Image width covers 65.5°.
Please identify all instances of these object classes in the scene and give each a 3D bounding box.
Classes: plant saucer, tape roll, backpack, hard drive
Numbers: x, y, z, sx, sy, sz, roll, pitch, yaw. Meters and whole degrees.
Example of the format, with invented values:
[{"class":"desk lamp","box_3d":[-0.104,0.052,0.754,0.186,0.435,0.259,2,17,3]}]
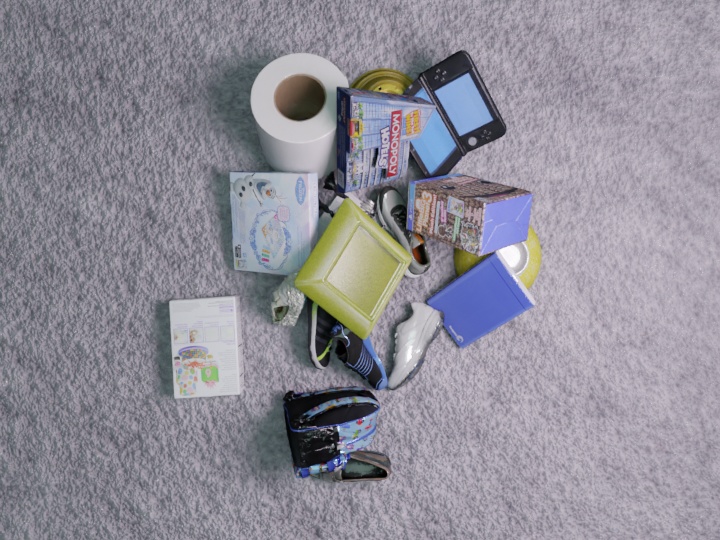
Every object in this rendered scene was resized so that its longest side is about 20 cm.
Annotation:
[{"class":"plant saucer","box_3d":[0.000,0.000,1.086,0.198,0.047,0.203,38,76,-24]},{"class":"tape roll","box_3d":[-0.116,-0.307,1.131,0.194,0.140,0.211,1,69,-1]},{"class":"backpack","box_3d":[-0.054,0.321,1.156,0.192,0.182,0.140,-9,99,-14]},{"class":"hard drive","box_3d":[0.249,0.065,1.176,0.199,0.025,0.133,-38,90,37]}]

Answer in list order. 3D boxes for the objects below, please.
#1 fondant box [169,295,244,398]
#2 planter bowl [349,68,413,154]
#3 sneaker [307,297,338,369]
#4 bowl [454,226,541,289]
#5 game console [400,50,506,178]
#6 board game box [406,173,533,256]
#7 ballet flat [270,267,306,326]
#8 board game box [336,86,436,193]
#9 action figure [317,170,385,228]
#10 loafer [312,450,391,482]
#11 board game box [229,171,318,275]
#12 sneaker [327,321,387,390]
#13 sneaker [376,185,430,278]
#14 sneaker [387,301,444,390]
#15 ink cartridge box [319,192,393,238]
[{"class":"fondant box","box_3d":[-0.327,0.161,1.195,0.138,0.058,0.209,-3,90,-2]},{"class":"planter bowl","box_3d":[0.055,-0.342,1.196,0.192,0.083,0.210,0,90,-3]},{"class":"sneaker","box_3d":[-0.066,0.118,1.172,0.079,0.072,0.208,2,112,10]},{"class":"bowl","box_3d":[0.306,-0.031,1.197,0.191,0.108,0.209,0,90,-2]},{"class":"game console","box_3d":[0.181,-0.306,1.149,0.167,0.120,0.202,-17,123,38]},{"class":"board game box","box_3d":[0.213,-0.117,1.108,0.156,0.197,0.101,-15,117,-37]},{"class":"ballet flat","box_3d":[-0.149,0.064,1.135,0.069,0.202,0.074,6,59,-11]},{"class":"board game box","box_3d":[0.050,-0.258,1.079,0.194,0.062,0.206,-18,129,-25]},{"class":"action figure","box_3d":[-0.022,-0.098,1.157,0.119,0.102,0.201,-43,88,-5]},{"class":"loafer","box_3d":[-0.027,0.421,1.207,0.191,0.063,0.075,2,90,-3]},{"class":"board game box","box_3d":[-0.176,-0.097,1.149,0.192,0.043,0.209,6,103,26]},{"class":"sneaker","box_3d":[-0.007,0.183,1.172,0.077,0.070,0.205,-31,118,-17]},{"class":"sneaker","box_3d":[0.099,-0.087,1.193,0.072,0.079,0.206,-26,94,-26]},{"class":"sneaker","box_3d":[0.107,0.164,1.217,0.085,0.074,0.205,29,91,21]},{"class":"ink cartridge box","box_3d":[-0.037,-0.051,1.221,0.159,0.050,0.203,37,73,-3]}]
